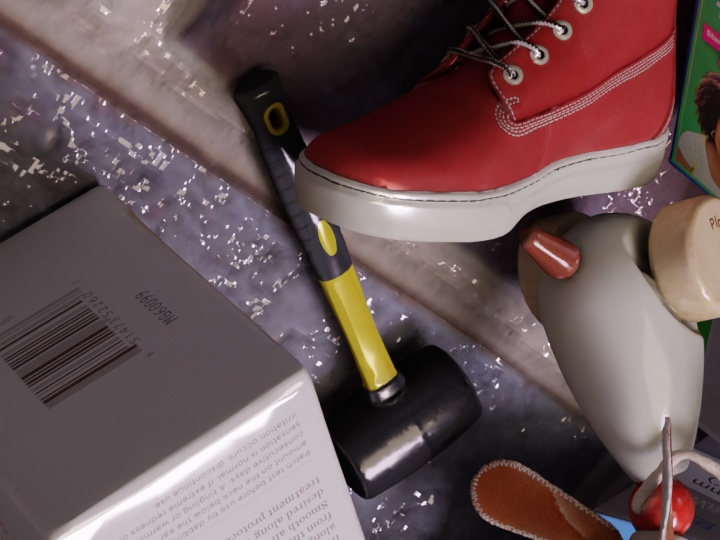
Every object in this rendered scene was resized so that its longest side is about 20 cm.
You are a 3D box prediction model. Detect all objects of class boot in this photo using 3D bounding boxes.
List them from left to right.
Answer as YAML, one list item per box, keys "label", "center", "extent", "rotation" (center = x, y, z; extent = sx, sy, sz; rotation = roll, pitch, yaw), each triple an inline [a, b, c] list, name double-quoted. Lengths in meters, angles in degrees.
- label: "boot"
  center: [0.056, -0.093, 0.953]
  extent: [0.200, 0.072, 0.145]
  rotation: [-19, 127, -46]

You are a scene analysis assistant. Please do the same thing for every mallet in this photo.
- label: "mallet"
  center: [0.000, 0.000, 1.005]
  extent: [0.066, 0.041, 0.201]
  rotation: [-29, 126, -20]

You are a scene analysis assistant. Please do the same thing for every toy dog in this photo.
- label: "toy dog"
  center: [0.100, 0.055, 1.004]
  extent: [0.096, 0.201, 0.132]
  rotation: [11, 142, -45]

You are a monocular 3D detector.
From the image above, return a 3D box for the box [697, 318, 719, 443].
- label: "box"
  center: [0.262, 0.036, 1.121]
  extent: [0.199, 0.176, 0.097]
  rotation: [-9, 122, -33]

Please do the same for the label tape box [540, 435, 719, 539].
- label: "label tape box"
  center: [0.130, 0.164, 1.129]
  extent: [0.200, 0.063, 0.145]
  rotation: [-21, 132, -58]

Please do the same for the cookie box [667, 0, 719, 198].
- label: "cookie box"
  center: [0.216, -0.130, 1.014]
  extent: [0.171, 0.075, 0.201]
  rotation: [-31, 144, -27]

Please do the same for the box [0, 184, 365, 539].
- label: "box"
  center: [-0.075, 0.099, 0.927]
  extent: [0.106, 0.152, 0.201]
  rotation: [-32, 132, -18]
